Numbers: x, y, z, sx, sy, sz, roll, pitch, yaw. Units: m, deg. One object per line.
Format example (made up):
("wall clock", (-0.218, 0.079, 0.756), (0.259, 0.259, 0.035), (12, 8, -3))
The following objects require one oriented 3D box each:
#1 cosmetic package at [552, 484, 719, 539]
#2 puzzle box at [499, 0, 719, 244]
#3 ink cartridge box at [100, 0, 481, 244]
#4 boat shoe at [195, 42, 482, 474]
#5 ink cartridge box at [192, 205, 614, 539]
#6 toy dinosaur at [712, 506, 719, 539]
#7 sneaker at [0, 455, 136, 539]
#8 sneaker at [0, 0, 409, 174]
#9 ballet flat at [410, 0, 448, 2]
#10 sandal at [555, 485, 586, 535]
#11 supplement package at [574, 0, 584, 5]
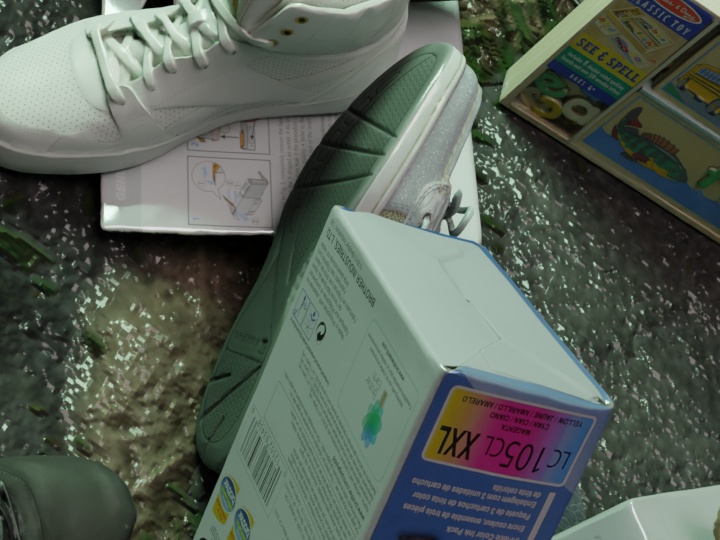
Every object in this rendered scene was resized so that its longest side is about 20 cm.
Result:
("cosmetic package", (0.165, 0.151, 0.797), (0.199, 0.074, 0.102), (0, 64, -51))
("puzzle box", (0.188, -0.076, 0.923), (0.199, 0.133, 0.026), (30, 52, -15))
("ink cartridge box", (-0.037, -0.093, 0.846), (0.172, 0.044, 0.202), (2, 64, -10))
("boat shoe", (0.000, 0.001, 0.758), (0.064, 0.074, 0.203), (27, 86, -25))
("ink cartridge box", (0.001, 0.097, 0.673), (0.076, 0.201, 0.137), (16, 19, -25))
("toy dinosaur", (0.216, 0.122, 0.788), (0.199, 0.058, 0.102), (27, 60, -26))
("sneaker", (-0.160, 0.103, 0.628), (0.199, 0.091, 0.076), (-13, 71, -38))
("sneaker", (-0.069, -0.106, 0.757), (0.198, 0.116, 0.074), (-15, 70, -17))
("ballet flat", (-0.023, -0.164, 0.821), (0.198, 0.066, 0.057), (13, 76, -4))
("sandal", (0.075, 0.144, 0.796), (0.076, 0.043, 0.202), (22, 49, -34))
("supplement package", (0.217, -0.174, 0.980), (0.200, 0.156, 0.111), (48, 50, -3))
